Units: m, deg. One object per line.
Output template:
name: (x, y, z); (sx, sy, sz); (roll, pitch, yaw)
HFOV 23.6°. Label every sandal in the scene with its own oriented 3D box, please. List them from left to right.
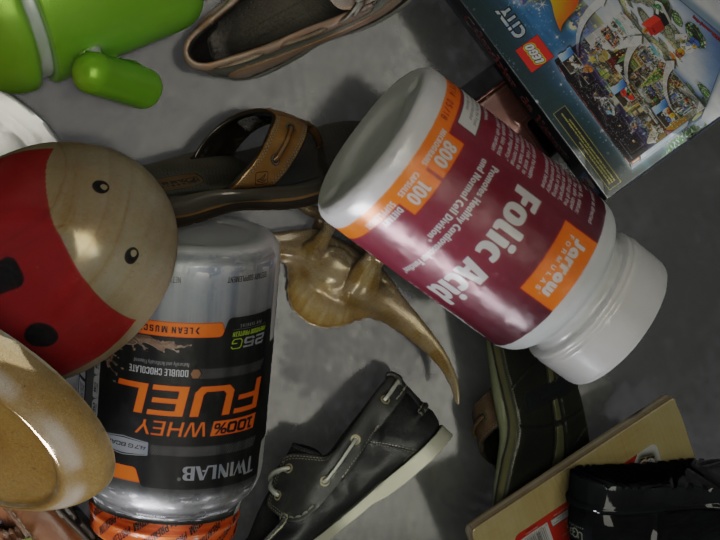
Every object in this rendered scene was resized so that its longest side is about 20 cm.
sandal: (-0.074, -0.074, 1.089); (0.200, 0.082, 0.055); (-11, 118, -25)
sandal: (0.109, 0.093, 1.173); (0.080, 0.057, 0.201); (-12, 105, -35)

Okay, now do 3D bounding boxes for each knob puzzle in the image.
knob puzzle: (0.168, 0.207, 1.195); (0.219, 0.030, 0.220); (-9, 108, -28)

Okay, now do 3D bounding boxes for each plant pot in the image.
plant pot: (-0.237, 0.082, 1.000); (0.200, 0.200, 0.028); (36, 55, -11)

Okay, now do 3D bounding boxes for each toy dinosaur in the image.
toy dinosaur: (0.000, 0.000, 1.155); (0.200, 0.058, 0.101); (29, 105, -4)

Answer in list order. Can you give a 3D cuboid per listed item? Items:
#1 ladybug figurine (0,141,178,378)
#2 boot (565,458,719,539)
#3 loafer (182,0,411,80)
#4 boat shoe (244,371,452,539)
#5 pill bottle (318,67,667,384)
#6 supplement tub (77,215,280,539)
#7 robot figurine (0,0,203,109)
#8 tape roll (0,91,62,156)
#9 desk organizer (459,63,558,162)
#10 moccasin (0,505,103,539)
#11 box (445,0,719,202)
ladybug figurine: (-0.200, 0.003, 0.999); (0.200, 0.072, 0.136); (-29, 91, 22)
boot: (0.207, 0.214, 1.159); (0.198, 0.073, 0.163); (2, 101, -24)
loafer: (-0.026, -0.176, 1.072); (0.200, 0.063, 0.072); (-30, 88, 28)
boat shoe: (-0.035, 0.148, 1.150); (0.200, 0.072, 0.068); (-39, 94, -9)
pill bottle: (0.083, -0.023, 1.058); (0.200, 0.114, 0.114); (36, 89, -15)
supplement tub: (-0.118, 0.069, 1.089); (0.122, 0.123, 0.200); (2, 105, -10)
robot figurine: (-0.175, -0.181, 1.042); (0.200, 0.116, 0.176); (-26, 72, -16)
tape roll: (-0.274, -0.027, 1.087); (0.202, 0.071, 0.203); (-1, 96, -11)
desk organizer: (0.128, -0.114, 1.150); (0.200, 0.072, 0.077); (-37, 103, -4)
moccasin: (-0.199, 0.199, 1.122); (0.078, 0.074, 0.201); (-39, 102, -8)
box: (0.148, -0.162, 1.090); (0.137, 0.038, 0.200); (-36, 87, -4)
